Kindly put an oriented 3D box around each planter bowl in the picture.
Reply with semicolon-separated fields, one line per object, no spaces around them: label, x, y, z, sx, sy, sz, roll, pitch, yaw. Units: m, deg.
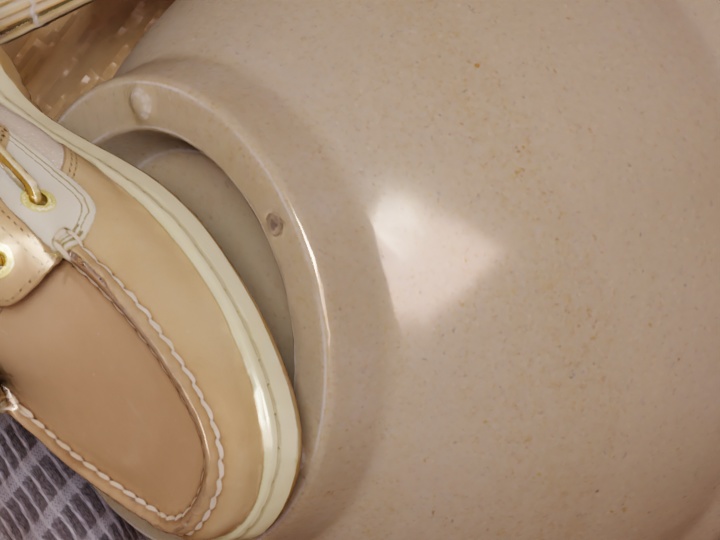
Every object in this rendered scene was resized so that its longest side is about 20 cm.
planter bowl;0.000;0.000;0.734;0.135;0.200;0.201;-15;94;-42

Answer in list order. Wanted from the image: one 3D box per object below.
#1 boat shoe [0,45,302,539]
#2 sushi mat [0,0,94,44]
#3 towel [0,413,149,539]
boat shoe;-0.095;-0.005;0.682;0.200;0.066;0.074;44;128;26
sushi mat;-0.001;-0.113;0.766;0.200;0.096;0.012;-22;102;23
towel;-0.083;0.099;0.752;0.085;0.200;0.166;-33;94;3
